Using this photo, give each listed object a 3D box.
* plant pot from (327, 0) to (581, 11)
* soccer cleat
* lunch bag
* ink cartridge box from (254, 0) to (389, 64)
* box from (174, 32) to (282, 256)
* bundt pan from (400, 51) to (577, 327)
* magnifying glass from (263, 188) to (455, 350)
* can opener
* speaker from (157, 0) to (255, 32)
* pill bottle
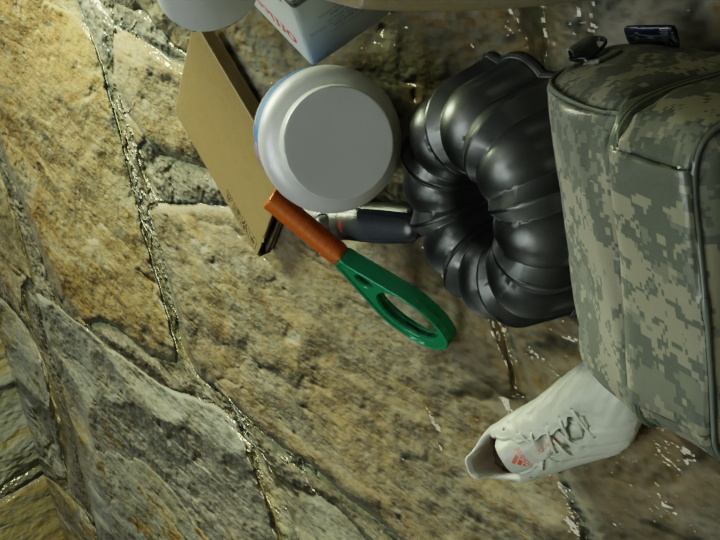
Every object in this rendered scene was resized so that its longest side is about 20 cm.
[{"bbox_3d":[0.028,-0.257,0.817,0.199,0.175,0.203,28,134,53],"label":"plant pot"},{"bbox_3d":[0.144,0.121,1.002,0.070,0.077,0.200,62,154,10],"label":"soccer cleat"},{"bbox_3d":[0.180,-0.023,0.747,0.167,0.138,0.203,24,130,54],"label":"lunch bag"},{"bbox_3d":[-0.063,-0.273,1.008,0.145,0.083,0.201,48,169,27],"label":"ink cartridge box"},{"bbox_3d":[-0.132,-0.137,1.405,0.202,0.021,0.164,59,153,18],"label":"box"},{"bbox_3d":[0.097,-0.048,0.966,0.202,0.075,0.204,44,146,40],"label":"bundt pan"},{"bbox_3d":[0.000,0.000,1.152,0.199,0.023,0.080,38,162,-7],"label":"magnifying glass"},{"bbox_3d":[0.000,-0.046,1.170,0.199,0.063,0.080,19,126,58],"label":"can opener"},{"bbox_3d":[-0.115,-0.241,0.883,0.082,0.080,0.200,58,173,18],"label":"speaker"},{"bbox_3d":[-0.027,-0.104,1.052,0.200,0.111,0.114,-129,21,-81],"label":"pill bottle"}]
